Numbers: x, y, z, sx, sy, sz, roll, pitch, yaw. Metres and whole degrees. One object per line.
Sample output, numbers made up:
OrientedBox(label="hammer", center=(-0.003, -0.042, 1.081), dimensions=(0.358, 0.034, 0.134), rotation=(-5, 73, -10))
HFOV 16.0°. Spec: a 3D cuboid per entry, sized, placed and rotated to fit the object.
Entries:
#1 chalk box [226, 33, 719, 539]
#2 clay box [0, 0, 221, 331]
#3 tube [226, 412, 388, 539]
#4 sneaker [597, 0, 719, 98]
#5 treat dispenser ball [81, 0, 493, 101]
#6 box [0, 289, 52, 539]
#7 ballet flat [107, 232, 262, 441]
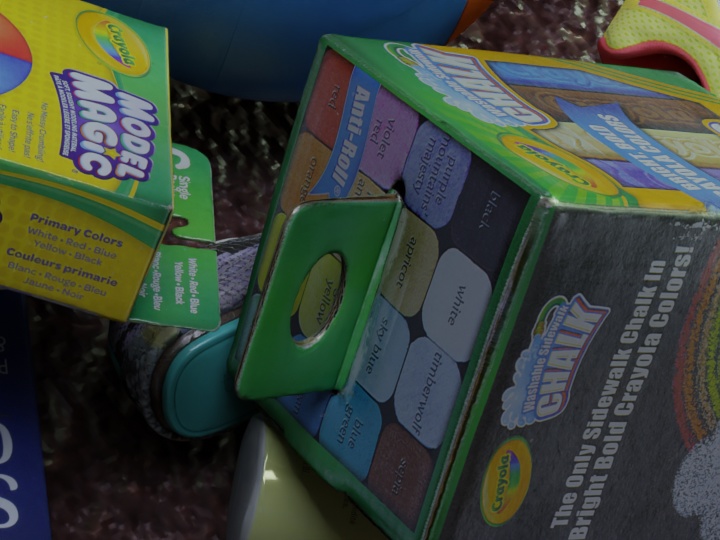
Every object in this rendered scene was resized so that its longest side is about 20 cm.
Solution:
OrientedBox(label="chalk box", center=(0.044, 0.008, 0.798), dimensions=(0.199, 0.125, 0.124), rotation=(4, 25, -37))
OrientedBox(label="clay box", center=(-0.130, -0.051, 0.764), dimensions=(0.199, 0.048, 0.115), rotation=(16, 30, -16))
OrientedBox(label="tube", center=(0.056, 0.087, 0.847), dimensions=(0.198, 0.052, 0.059), rotation=(12, 85, -11))
OrientedBox(label="sneaker", center=(0.168, -0.041, 0.967), dimensions=(0.090, 0.078, 0.200), rotation=(-38, 72, -10))
OrientedBox(label="treat dispenser ball", center=(-0.027, -0.161, 0.916), dimensions=(0.199, 0.201, 0.202), rotation=(7, 51, -9))
OrientedBox(label="box", center=(-0.156, 0.073, 0.791), dimensions=(0.120, 0.032, 0.201), rotation=(5, 57, -24))
OrientedBox(label="ballet flat", center=(0.000, 0.000, 0.890), dimensions=(0.199, 0.072, 0.072), rotation=(-17, 59, -27))
